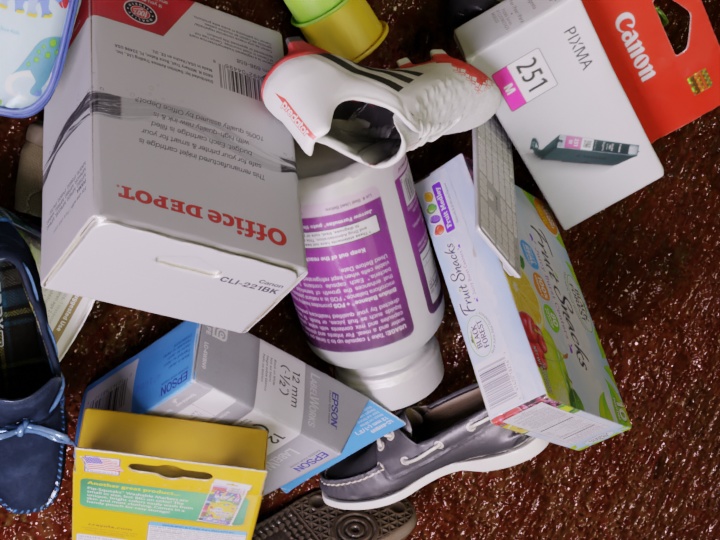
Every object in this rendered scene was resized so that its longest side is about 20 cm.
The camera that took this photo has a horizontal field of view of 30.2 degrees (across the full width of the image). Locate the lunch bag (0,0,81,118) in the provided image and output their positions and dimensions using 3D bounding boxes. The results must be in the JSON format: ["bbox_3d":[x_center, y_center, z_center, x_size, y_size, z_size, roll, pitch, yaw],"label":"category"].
[{"bbox_3d":[-0.264,-0.188,0.789,0.199,0.082,0.162,16,94,-20],"label":"lunch bag"}]

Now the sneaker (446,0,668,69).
[{"bbox_3d":[0.153,-0.199,1.042,0.199,0.072,0.084,10,68,-26],"label":"sneaker"}]

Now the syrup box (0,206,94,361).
[{"bbox_3d":[-0.273,-0.015,0.860,0.199,0.079,0.082,28,93,-32],"label":"syrup box"}]

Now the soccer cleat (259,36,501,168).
[{"bbox_3d":[0.024,-0.103,0.884,0.199,0.086,0.069,2,138,-41],"label":"soccer cleat"}]

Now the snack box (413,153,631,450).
[{"bbox_3d":[0.121,0.026,0.997,0.053,0.201,0.142,-29,151,25],"label":"snack box"}]

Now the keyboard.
[{"bbox_3d":[0.098,-0.078,0.983,0.011,0.201,0.056,-22,128,21],"label":"keyboard"}]

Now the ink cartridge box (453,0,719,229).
[{"bbox_3d":[0.187,-0.143,1.001,0.173,0.044,0.200,-29,132,11],"label":"ink cartridge box"}]

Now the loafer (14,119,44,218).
[{"bbox_3d":[-0.153,-0.030,0.925,0.199,0.076,0.068,32,92,-22],"label":"loafer"}]

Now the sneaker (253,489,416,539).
[{"bbox_3d":[-0.049,0.236,1.084,0.199,0.071,0.076,-15,134,-20],"label":"sneaker"}]

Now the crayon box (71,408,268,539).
[{"bbox_3d":[-0.133,0.157,0.926,0.125,0.052,0.201,8,143,-7],"label":"crayon box"}]

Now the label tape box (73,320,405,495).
[{"bbox_3d":[-0.085,0.122,0.972,0.199,0.066,0.143,33,132,-31],"label":"label tape box"}]

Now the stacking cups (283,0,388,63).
[{"bbox_3d":[-0.057,-0.232,0.919,0.060,0.060,0.200,-41,116,-9],"label":"stacking cups"}]

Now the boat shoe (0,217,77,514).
[{"bbox_3d":[-0.224,0.070,0.829,0.084,0.069,0.202,-18,117,-19],"label":"boat shoe"}]

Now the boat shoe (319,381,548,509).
[{"bbox_3d":[0.049,0.133,1.046,0.199,0.074,0.061,-18,117,24],"label":"boat shoe"}]

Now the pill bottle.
[{"bbox_3d":[0.000,0.000,0.990,0.112,0.112,0.201,-25,116,-18],"label":"pill bottle"}]

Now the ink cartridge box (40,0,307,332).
[{"bbox_3d":[-0.121,-0.075,0.848,0.143,0.201,0.084,15,140,-30],"label":"ink cartridge box"}]
